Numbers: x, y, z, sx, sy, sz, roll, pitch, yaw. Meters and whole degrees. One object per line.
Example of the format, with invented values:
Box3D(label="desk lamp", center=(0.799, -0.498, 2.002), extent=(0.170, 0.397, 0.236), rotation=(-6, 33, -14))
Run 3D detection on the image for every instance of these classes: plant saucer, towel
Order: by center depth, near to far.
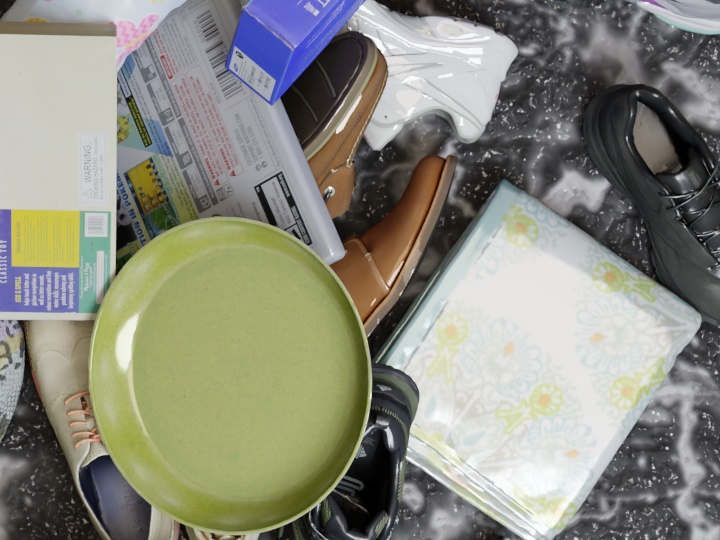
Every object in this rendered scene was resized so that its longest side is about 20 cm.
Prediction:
Box3D(label="plant saucer", center=(-0.079, 0.066, 1.313), extent=(0.199, 0.031, 0.201), rotation=(0, 91, 23))
Box3D(label="towel", center=(0.110, 0.065, 1.409), extent=(0.171, 0.048, 0.200), rotation=(35, 85, -3))

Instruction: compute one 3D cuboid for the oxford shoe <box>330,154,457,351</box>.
Box3D(label="oxford shoe", center=(0.000, 0.000, 1.395), extent=(0.071, 0.071, 0.200), rotation=(31, 86, 3))

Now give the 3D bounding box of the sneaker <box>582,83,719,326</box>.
Box3D(label="sneaker", center=(0.223, -0.041, 1.399), extent=(0.076, 0.091, 0.200), rotation=(-38, 90, -7))

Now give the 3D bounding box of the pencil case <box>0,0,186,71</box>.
Box3D(label="pencil case", center=(-0.196, -0.138, 1.336), extent=(0.083, 0.091, 0.200), rotation=(47, 109, 14))

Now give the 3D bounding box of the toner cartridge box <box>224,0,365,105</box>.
Box3D(label="toner cartridge box", center=(-0.004, -0.202, 1.309), extent=(0.043, 0.095, 0.200), rotation=(39, 69, 2))

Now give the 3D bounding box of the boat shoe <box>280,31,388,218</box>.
Box3D(label="boat shoe", center=(-0.037, -0.069, 1.382), extent=(0.068, 0.072, 0.200), rotation=(24, 113, -35))

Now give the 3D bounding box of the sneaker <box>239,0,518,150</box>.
Box3D(label="sneaker", center=(0.003, -0.135, 1.402), extent=(0.199, 0.078, 0.100), rotation=(13, 89, -1))

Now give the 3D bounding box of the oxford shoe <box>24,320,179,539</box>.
Box3D(label="oxford shoe", center=(-0.171, 0.101, 1.374), extent=(0.071, 0.074, 0.201), rotation=(-25, 87, -2))

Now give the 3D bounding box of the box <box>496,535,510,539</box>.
Box3D(label="box", center=(0.131, 0.295, 1.396), extent=(0.200, 0.040, 0.137), rotation=(40, 84, 0))

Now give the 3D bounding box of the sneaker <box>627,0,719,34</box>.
Box3D(label="sneaker", center=(0.184, -0.220, 1.383), extent=(0.199, 0.140, 0.078), rotation=(12, 86, -3))

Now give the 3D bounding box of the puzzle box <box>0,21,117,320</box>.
Box3D(label="puzzle box", center=(-0.220, -0.060, 1.308), extent=(0.133, 0.025, 0.201), rotation=(1, 117, -7))

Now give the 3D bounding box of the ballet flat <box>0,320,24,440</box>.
Box3D(label="ballet flat", center=(-0.281, 0.116, 1.371), extent=(0.072, 0.072, 0.201), rotation=(27, 85, -1))

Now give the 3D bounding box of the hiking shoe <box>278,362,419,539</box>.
Box3D(label="hiking shoe", center=(-0.016, 0.163, 1.346), extent=(0.075, 0.101, 0.201), rotation=(14, 110, 2))

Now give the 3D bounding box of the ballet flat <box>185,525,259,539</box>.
Box3D(label="ballet flat", center=(-0.099, 0.097, 1.385), extent=(0.067, 0.062, 0.201), rotation=(-12, 87, -4))

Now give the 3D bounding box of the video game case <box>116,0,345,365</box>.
Box3D(label="video game case", center=(-0.123, -0.060, 1.362), extent=(0.182, 0.022, 0.201), rotation=(-28, 79, 23))
